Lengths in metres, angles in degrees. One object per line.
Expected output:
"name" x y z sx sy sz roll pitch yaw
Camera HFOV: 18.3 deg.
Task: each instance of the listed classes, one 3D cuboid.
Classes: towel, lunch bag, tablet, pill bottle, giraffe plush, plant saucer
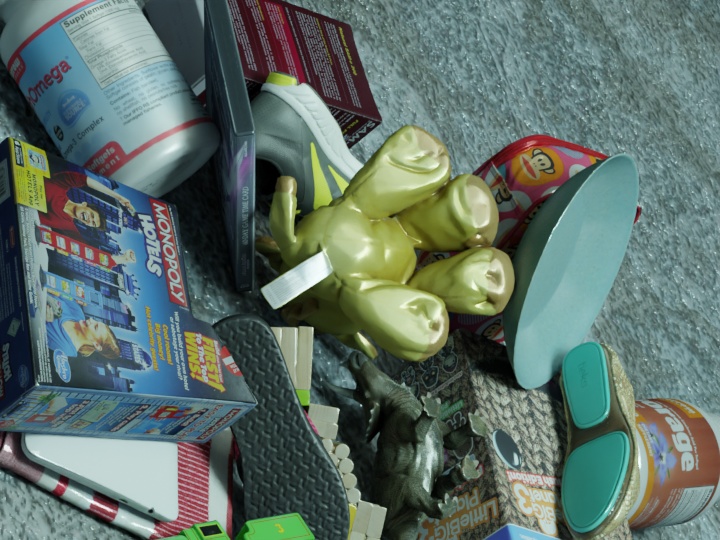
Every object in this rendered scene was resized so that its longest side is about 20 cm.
"towel" -0.164 0.114 1.535 0.200 0.023 0.145 32 38 -30
"lunch bag" 0.139 -0.020 1.887 0.176 0.200 0.082 11 43 -47
"tablet" -0.174 0.068 1.532 0.130 0.014 0.201 30 40 -33
"pill bottle" 0.245 0.166 1.927 0.200 0.112 0.113 2 57 -52
"pill bottle" -0.199 -0.150 1.667 0.200 0.109 0.109 56 32 7
"giraffe plush" 0.000 0.000 1.718 0.199 0.162 0.173 -15 82 -16
"plant saucer" 0.156 -0.005 1.761 0.039 0.202 0.201 24 23 23

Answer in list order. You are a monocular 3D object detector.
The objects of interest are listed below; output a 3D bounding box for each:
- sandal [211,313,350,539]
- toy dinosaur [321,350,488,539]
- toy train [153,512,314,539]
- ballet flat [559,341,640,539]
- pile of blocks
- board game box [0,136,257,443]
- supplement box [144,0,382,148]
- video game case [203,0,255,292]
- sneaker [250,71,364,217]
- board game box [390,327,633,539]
"sandal" -0.059 0.126 1.584 0.045 0.075 0.201 -131 -157 -86
"toy dinosaur" 0.040 0.154 1.697 0.077 0.102 0.201 7 67 -37
"toy train" -0.107 0.197 1.487 0.199 0.042 0.056 -4 47 -42
"ballet flat" 0.194 0.142 1.747 0.065 0.070 0.201 48 32 -34
"pile of blocks" -0.047 0.131 1.644 0.062 0.082 0.201 166 -98 -78
"board game box" -0.167 0.034 1.503 0.199 0.062 0.201 25 42 -41
"supplement box" -0.080 -0.175 1.891 0.199 0.061 0.109 14 49 -44
"video game case" -0.099 -0.098 1.696 0.019 0.200 0.143 -8 56 -9
"sneaker" -0.041 -0.070 1.842 0.200 0.085 0.074 54 -16 -28
"board game box" 0.119 0.170 1.772 0.159 0.097 0.201 21 43 -40
